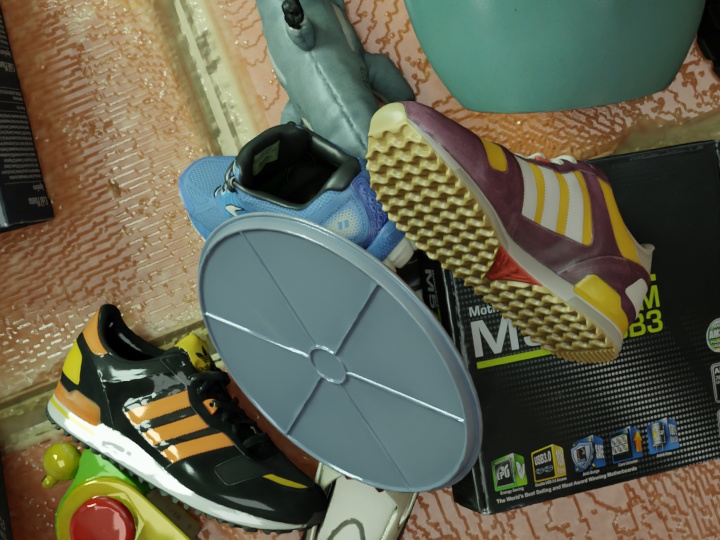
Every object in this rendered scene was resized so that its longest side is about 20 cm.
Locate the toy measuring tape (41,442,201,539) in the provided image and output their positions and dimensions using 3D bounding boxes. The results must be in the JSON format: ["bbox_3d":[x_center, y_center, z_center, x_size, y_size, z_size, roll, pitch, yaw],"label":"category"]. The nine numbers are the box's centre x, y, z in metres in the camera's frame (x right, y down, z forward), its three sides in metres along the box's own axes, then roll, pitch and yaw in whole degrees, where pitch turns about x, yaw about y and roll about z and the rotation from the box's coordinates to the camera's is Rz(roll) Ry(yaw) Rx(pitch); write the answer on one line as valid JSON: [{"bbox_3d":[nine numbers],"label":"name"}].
[{"bbox_3d":[-0.132,0.188,1.007,0.200,0.074,0.074,42,96,1],"label":"toy measuring tape"}]

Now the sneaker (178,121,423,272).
[{"bbox_3d":[-0.046,-0.053,0.931,0.079,0.199,0.089,-50,125,-24],"label":"sneaker"}]

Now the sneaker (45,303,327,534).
[{"bbox_3d":[-0.102,0.090,0.977,0.199,0.070,0.091,24,100,19],"label":"sneaker"}]

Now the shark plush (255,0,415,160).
[{"bbox_3d":[-0.027,-0.153,0.965,0.090,0.083,0.202,-15,93,6],"label":"shark plush"}]

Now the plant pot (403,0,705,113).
[{"bbox_3d":[0.111,-0.179,0.902,0.199,0.201,0.162,-6,104,5],"label":"plant pot"}]

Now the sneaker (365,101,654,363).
[{"bbox_3d":[0.085,-0.038,0.868,0.200,0.075,0.090,44,59,-26],"label":"sneaker"}]

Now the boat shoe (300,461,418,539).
[{"bbox_3d":[0.003,0.134,0.994,0.071,0.063,0.202,19,94,5],"label":"boat shoe"}]

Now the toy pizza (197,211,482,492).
[{"bbox_3d":[-0.010,0.045,0.901,0.200,0.200,0.032,44,55,1],"label":"toy pizza"}]

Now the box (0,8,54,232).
[{"bbox_3d":[-0.318,-0.094,0.985,0.198,0.104,0.184,-14,94,6],"label":"box"}]

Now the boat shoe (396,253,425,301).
[{"bbox_3d":[0.000,0.000,0.979,0.198,0.072,0.068,-17,92,6],"label":"boat shoe"}]

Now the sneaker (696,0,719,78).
[{"bbox_3d":[0.263,-0.126,0.956,0.079,0.075,0.201,-31,100,-3],"label":"sneaker"}]

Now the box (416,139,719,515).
[{"bbox_3d":[0.138,0.030,0.947,0.198,0.047,0.195,-9,96,-19],"label":"box"}]

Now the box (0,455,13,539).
[{"bbox_3d":[-0.306,0.127,0.914,0.117,0.197,0.200,-34,130,6],"label":"box"}]
